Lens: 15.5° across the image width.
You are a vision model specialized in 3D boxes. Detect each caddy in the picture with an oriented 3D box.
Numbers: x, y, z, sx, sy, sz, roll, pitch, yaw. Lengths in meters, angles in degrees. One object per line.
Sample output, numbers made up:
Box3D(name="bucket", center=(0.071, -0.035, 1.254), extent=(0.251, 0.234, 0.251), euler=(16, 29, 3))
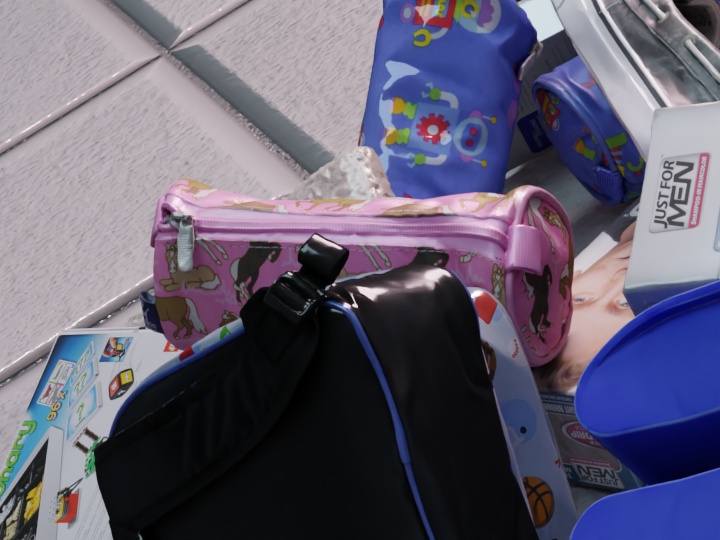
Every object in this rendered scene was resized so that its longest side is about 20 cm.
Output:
Box3D(name="caddy", center=(0.173, 0.077, 1.004), extent=(0.200, 0.105, 0.142), euler=(-21, 52, 39))

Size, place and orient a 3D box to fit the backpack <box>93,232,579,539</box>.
Box3D(name="backpack", center=(-0.013, 0.096, 1.105), extent=(0.190, 0.201, 0.154), euler=(-19, -6, 39))

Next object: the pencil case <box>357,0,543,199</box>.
Box3D(name="pencil case", center=(0.041, -0.054, 1.356), extent=(0.087, 0.078, 0.201), euler=(8, 75, 6))

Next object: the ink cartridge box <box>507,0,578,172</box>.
Box3D(name="ink cartridge box", center=(0.132, -0.125, 1.479), extent=(0.200, 0.100, 0.039), euler=(-27, 56, 5))

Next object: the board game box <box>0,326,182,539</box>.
Box3D(name="board game box", center=(-0.134, 0.121, 1.279), extent=(0.126, 0.035, 0.201), euler=(-2, 59, 46))

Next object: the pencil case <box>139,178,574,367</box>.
Box3D(name="pencil case", center=(0.000, 0.000, 1.195), extent=(0.199, 0.083, 0.086), euler=(2, 15, 26))

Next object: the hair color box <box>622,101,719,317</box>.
Box3D(name="hair color box", center=(0.214, -0.021, 1.071), extent=(0.199, 0.061, 0.099), euler=(-5, 50, 25))

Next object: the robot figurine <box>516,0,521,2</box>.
Box3D(name="robot figurine", center=(0.152, -0.194, 1.562), extent=(0.200, 0.125, 0.150), euler=(-34, 38, -9))

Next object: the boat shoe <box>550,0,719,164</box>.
Box3D(name="boat shoe", center=(0.147, -0.107, 1.289), extent=(0.071, 0.072, 0.200), euler=(-32, 42, 6))

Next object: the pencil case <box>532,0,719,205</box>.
Box3D(name="pencil case", center=(0.192, -0.112, 1.396), extent=(0.200, 0.078, 0.087), euler=(-31, 55, -6))

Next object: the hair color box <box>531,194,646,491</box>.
Box3D(name="hair color box", center=(0.148, 0.015, 1.230), extent=(0.200, 0.061, 0.100), euler=(-43, 27, -27))

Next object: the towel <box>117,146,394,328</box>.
Box3D(name="towel", center=(-0.049, 0.040, 1.307), extent=(0.200, 0.034, 0.133), euler=(-39, 51, 28))
